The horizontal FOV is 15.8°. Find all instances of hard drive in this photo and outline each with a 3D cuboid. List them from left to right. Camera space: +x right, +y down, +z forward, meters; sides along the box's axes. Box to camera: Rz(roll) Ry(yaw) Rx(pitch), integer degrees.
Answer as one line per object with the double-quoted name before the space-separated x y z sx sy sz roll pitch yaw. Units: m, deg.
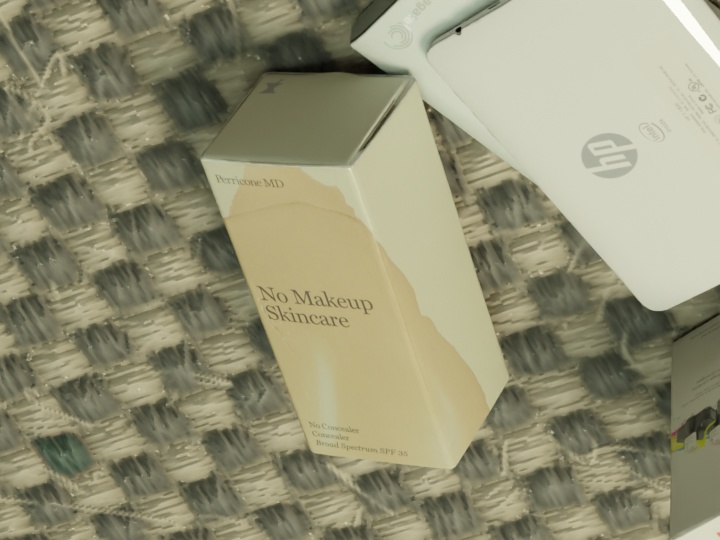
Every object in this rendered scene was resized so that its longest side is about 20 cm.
"hard drive" 0.113 -0.099 1.282 0.200 0.026 0.132 35 124 -19

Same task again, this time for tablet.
"tablet" 0.140 -0.070 1.277 0.130 0.014 0.200 -29 119 27

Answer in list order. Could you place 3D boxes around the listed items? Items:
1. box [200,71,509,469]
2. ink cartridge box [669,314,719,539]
"box" 0.000 0.000 1.327 0.095 0.078 0.200 4 131 31
"ink cartridge box" 0.217 0.120 1.328 0.068 0.200 0.115 -32 118 28
